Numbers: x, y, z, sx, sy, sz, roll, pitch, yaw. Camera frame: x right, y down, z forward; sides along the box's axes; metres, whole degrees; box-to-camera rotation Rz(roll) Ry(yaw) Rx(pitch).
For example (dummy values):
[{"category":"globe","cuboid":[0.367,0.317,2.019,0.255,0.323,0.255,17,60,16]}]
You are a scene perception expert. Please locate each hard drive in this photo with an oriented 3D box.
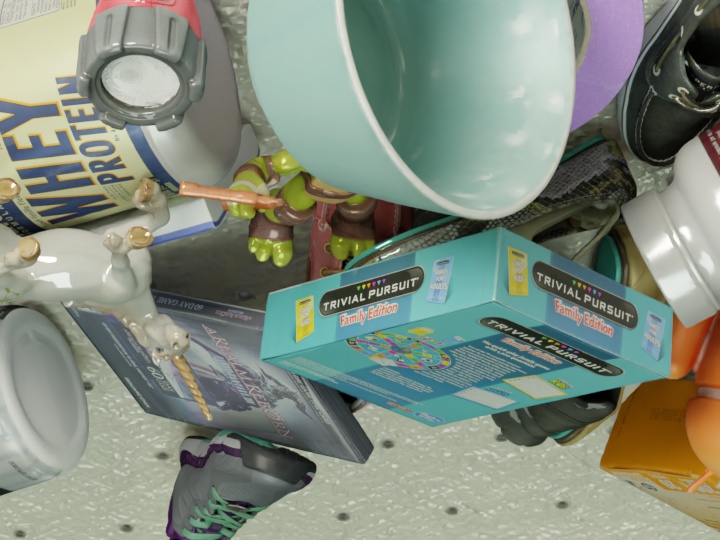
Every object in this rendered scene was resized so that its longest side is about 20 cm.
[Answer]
[{"category":"hard drive","cuboid":[-0.169,-0.034,1.429,0.199,0.132,0.025,-15,109,16]}]

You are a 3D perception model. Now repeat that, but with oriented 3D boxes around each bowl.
[{"category":"bowl","cuboid":[0.016,-0.118,1.220,0.105,0.201,0.201,-11,139,40]}]

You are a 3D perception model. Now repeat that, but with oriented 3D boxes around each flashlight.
[{"category":"flashlight","cuboid":[-0.111,-0.164,1.236,0.068,0.201,0.068,-22,132,22]}]

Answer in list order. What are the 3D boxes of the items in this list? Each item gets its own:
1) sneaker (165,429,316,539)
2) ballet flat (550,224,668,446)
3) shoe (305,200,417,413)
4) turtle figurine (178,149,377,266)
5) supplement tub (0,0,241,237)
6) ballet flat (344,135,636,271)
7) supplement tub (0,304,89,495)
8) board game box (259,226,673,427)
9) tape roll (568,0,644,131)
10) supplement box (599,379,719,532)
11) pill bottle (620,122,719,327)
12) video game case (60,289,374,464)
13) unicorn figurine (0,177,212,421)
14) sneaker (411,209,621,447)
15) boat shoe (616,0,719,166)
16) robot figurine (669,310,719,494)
[{"category":"sneaker","cuboid":[-0.087,0.162,1.599,0.074,0.088,0.200,21,169,-13]},{"category":"ballet flat","cuboid":[0.175,0.049,1.559,0.063,0.069,0.200,-3,140,-18]},{"category":"shoe","cuboid":[0.000,0.000,1.487,0.071,0.091,0.201,4,136,-4]},{"category":"turtle figurine","cuboid":[-0.024,-0.055,1.351,0.199,0.065,0.161,-16,162,-19]},{"category":"supplement tub","cuboid":[-0.184,-0.096,1.350,0.199,0.145,0.145,-15,134,16]},{"category":"ballet flat","cuboid":[0.088,-0.016,1.421,0.200,0.072,0.072,-26,140,-18]},{"category":"supplement tub","cuboid":[-0.297,0.107,1.583,0.199,0.123,0.123,-19,133,20]},{"category":"board game box","cuboid":[0.062,0.038,1.384,0.151,0.047,0.200,23,153,-38]},{"category":"tape roll","cuboid":[0.063,-0.158,1.340,0.199,0.066,0.201,1,137,1]},{"category":"supplement box","cuboid":[0.285,0.149,1.614,0.200,0.074,0.126,28,166,-25]},{"category":"pill bottle","cuboid":[0.262,-0.051,1.385,0.199,0.113,0.113,-29,130,10]},{"category":"video game case","cuboid":[-0.099,0.064,1.541,0.199,0.019,0.143,11,146,38]},{"category":"unicorn figurine","cuboid":[-0.158,0.001,1.324,0.199,0.074,0.137,16,150,-10]},{"category":"sneaker","cuboid":[0.103,0.026,1.502,0.091,0.076,0.200,-14,125,35]},{"category":"boat shoe","cuboid":[0.204,-0.128,1.374,0.068,0.057,0.200,11,136,-11]},{"category":"robot figurine","cuboid":[0.277,0.059,1.470,0.144,0.201,0.116,23,173,-35]}]
